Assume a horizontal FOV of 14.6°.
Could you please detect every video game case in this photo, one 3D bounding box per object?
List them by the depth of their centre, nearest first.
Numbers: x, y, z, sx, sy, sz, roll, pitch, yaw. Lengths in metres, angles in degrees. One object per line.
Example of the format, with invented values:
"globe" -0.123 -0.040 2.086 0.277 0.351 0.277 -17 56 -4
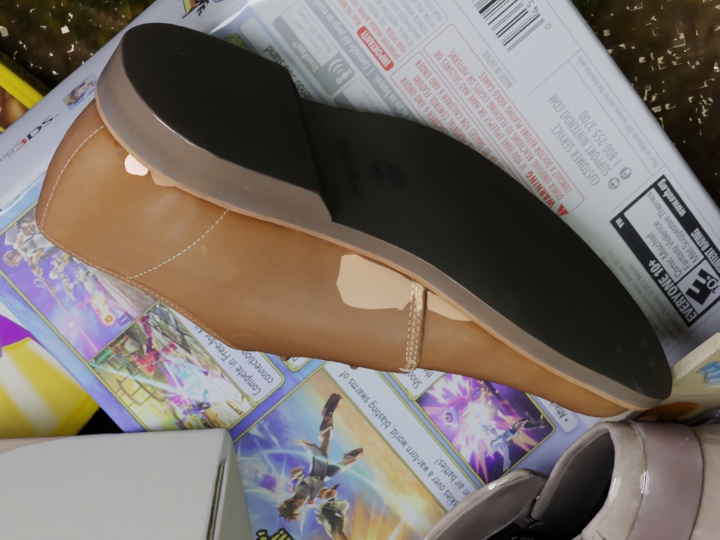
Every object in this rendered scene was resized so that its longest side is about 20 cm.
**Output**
"video game case" 0.002 -0.008 0.842 0.181 0.045 0.200 -41 121 -2

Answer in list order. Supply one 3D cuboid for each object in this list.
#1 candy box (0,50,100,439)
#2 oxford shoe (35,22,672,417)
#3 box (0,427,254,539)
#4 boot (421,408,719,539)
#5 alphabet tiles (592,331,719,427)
"candy box" -0.143 -0.029 0.830 0.200 0.026 0.102 38 99 -23
"oxford shoe" 0.000 0.000 0.790 0.199 0.072 0.071 25 123 -25
"box" -0.131 0.108 0.819 0.199 0.078 0.095 -2 129 7
"boot" 0.073 0.118 0.885 0.146 0.070 0.200 21 123 -34
"alphabet tiles" 0.172 0.022 0.853 0.166 0.006 0.200 2 151 -33
